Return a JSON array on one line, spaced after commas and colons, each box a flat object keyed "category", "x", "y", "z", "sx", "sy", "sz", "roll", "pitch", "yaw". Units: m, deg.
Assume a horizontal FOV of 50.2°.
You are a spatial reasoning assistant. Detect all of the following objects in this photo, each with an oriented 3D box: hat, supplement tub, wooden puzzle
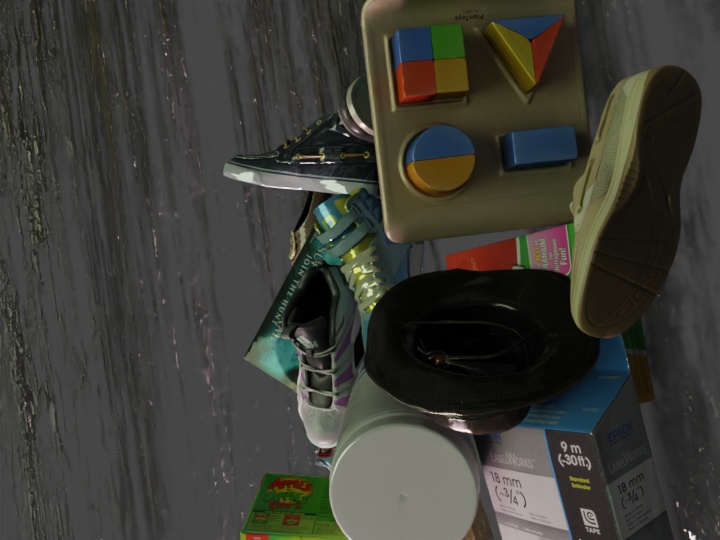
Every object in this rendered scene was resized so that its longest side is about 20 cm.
[{"category": "hat", "x": 0.096, "y": 0.074, "z": 0.610, "sx": 0.200, "sy": 0.199, "sz": 0.082, "roll": 34, "pitch": 140, "yaw": 52}, {"category": "supplement tub", "x": 0.044, "y": 0.165, "z": 0.727, "sx": 0.200, "sy": 0.130, "sz": 0.133, "roll": -71, "pitch": -18, "yaw": -78}, {"category": "wooden puzzle", "x": 0.101, "y": -0.131, "z": 0.625, "sx": 0.046, "sy": 0.183, "sz": 0.202, "roll": -152, "pitch": 56, "yaw": -82}]

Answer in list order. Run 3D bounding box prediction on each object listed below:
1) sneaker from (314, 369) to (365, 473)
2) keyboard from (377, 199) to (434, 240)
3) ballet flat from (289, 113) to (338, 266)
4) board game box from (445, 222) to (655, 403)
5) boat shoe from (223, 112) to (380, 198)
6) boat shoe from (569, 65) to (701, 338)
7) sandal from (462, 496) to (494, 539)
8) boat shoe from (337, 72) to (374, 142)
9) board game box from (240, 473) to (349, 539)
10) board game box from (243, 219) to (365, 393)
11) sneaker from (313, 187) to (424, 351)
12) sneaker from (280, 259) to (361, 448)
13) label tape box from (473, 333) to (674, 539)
[{"category": "sneaker", "x": -0.012, "y": 0.220, "z": 0.977, "sx": 0.079, "sy": 0.095, "sz": 0.202, "roll": -21, "pitch": 78, "yaw": 58}, {"category": "keyboard", "x": 0.043, "y": -0.110, "z": 0.891, "sx": 0.201, "sy": 0.020, "sz": 0.128, "roll": 59, "pitch": 139, "yaw": 36}, {"category": "ballet flat", "x": -0.058, "y": -0.100, "z": 0.964, "sx": 0.067, "sy": 0.046, "sz": 0.202, "roll": -135, "pitch": 62, "yaw": -68}, {"category": "board game box", "x": 0.161, "y": 0.044, "z": 0.697, "sx": 0.199, "sy": 0.040, "sz": 0.155, "roll": -16, "pitch": 82, "yaw": 60}, {"category": "boat shoe", "x": -0.063, "y": -0.140, "z": 0.905, "sx": 0.071, "sy": 0.198, "sz": 0.092, "roll": -19, "pitch": -64, "yaw": -77}, {"category": "boat shoe", "x": 0.194, "y": -0.050, "z": 0.575, "sx": 0.065, "sy": 0.071, "sz": 0.202, "roll": -163, "pitch": 86, "yaw": -70}, {"category": "sandal", "x": 0.153, "y": 0.303, "z": 0.735, "sx": 0.069, "sy": 0.078, "sz": 0.213, "roll": -18, "pitch": 101, "yaw": 22}, {"category": "boat shoe", "x": 0.015, "y": -0.151, "z": 0.764, "sx": 0.062, "sy": 0.200, "sz": 0.073, "roll": -25, "pitch": 95, "yaw": 25}, {"category": "board game box", "x": -0.009, "y": 0.254, "z": 0.760, "sx": 0.102, "sy": 0.198, "sz": 0.048, "roll": -70, "pitch": -19, "yaw": -71}, {"category": "board game box", "x": -0.035, "y": 0.049, "z": 0.901, "sx": 0.135, "sy": 0.028, "sz": 0.201, "roll": 28, "pitch": 91, "yaw": 21}, {"category": "sneaker", "x": 0.000, "y": 0.000, "z": 0.768, "sx": 0.079, "sy": 0.130, "sz": 0.201, "roll": -34, "pitch": 33, "yaw": 29}, {"category": "sneaker", "x": -0.049, "y": 0.087, "z": 0.809, "sx": 0.077, "sy": 0.140, "sz": 0.202, "roll": 0, "pitch": 81, "yaw": 19}, {"category": "label tape box", "x": 0.161, "y": 0.148, "z": 0.625, "sx": 0.144, "sy": 0.063, "sz": 0.202, "roll": -12, "pitch": 95, "yaw": 59}]
